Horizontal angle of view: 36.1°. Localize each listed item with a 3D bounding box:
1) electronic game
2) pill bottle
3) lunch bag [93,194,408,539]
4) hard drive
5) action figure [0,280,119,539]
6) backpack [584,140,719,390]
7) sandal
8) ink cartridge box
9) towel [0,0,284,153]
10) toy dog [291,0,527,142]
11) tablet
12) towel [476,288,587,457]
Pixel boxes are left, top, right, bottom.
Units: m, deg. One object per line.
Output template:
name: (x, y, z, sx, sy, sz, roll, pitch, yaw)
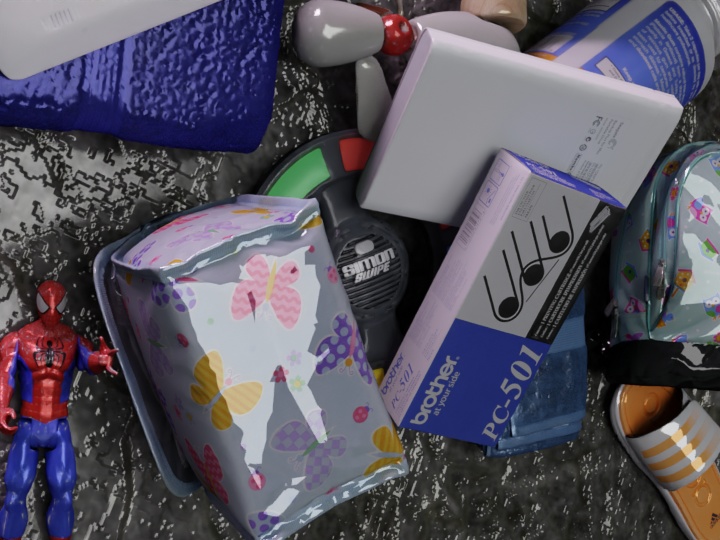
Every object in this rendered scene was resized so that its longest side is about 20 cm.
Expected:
electronic game: (0.000, 0.000, 0.797, 0.197, 0.041, 0.203, -2, 95, -27)
pill bottle: (0.208, -0.161, 0.876, 0.199, 0.112, 0.113, -37, 110, -23)
lunch bag: (-0.079, 0.051, 0.666, 0.126, 0.200, 0.172, -23, 105, -19)
hard drive: (0.110, -0.083, 0.770, 0.197, 0.026, 0.133, 10, 126, -22)
action figure: (-0.188, 0.108, 0.664, 0.064, 0.099, 0.203, 3, 89, -22)
backpack: (0.282, -0.003, 0.917, 0.165, 0.126, 0.203, 7, 83, -24)
sandal: (0.295, 0.168, 0.974, 0.079, 0.059, 0.208, -44, 112, -21)
ink cartridge box: (0.097, 0.023, 0.777, 0.093, 0.044, 0.202, 16, 110, -31)
towel: (-0.143, -0.153, 0.664, 0.198, 0.049, 0.150, 4, 98, -31)
toy dog: (0.037, -0.153, 0.786, 0.198, 0.096, 0.134, 24, 68, -23)
tablet: (-0.126, -0.200, 0.601, 0.198, 0.014, 0.132, -24, 111, -10)
towel: (0.135, 0.041, 0.880, 0.110, 0.048, 0.203, -6, 95, -31)
